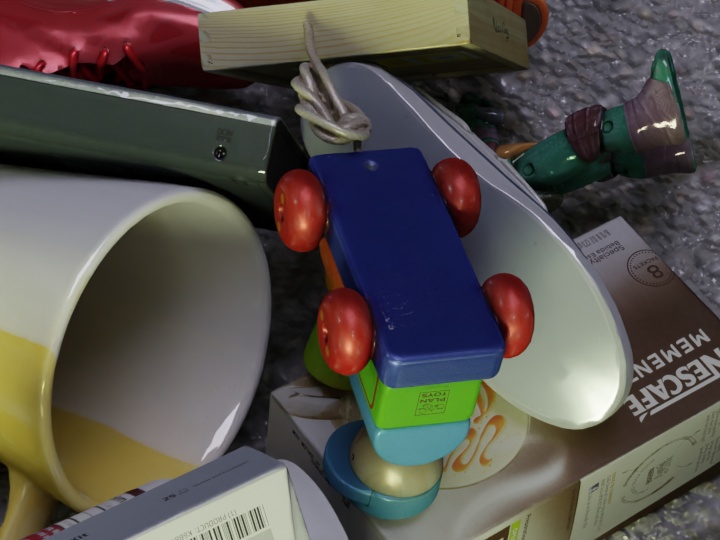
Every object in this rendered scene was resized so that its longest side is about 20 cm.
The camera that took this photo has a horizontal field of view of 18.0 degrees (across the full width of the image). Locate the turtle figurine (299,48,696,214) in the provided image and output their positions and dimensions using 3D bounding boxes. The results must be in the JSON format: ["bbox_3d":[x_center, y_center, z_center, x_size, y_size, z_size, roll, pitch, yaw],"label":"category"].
[{"bbox_3d":[0.063,-0.056,1.131,0.199,0.150,0.101,-12,95,9],"label":"turtle figurine"}]

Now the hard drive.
[{"bbox_3d":[-0.124,-0.059,1.035,0.199,0.140,0.033,11,82,9],"label":"hard drive"}]

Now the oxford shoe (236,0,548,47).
[{"bbox_3d":[0.002,-0.156,1.223,0.199,0.071,0.073,6,46,-1],"label":"oxford shoe"}]

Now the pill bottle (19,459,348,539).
[{"bbox_3d":[-0.103,0.155,0.932,0.199,0.113,0.113,-22,57,-22],"label":"pill bottle"}]

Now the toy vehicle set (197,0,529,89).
[{"bbox_3d":[0.007,-0.110,1.099,0.124,0.200,0.027,-4,91,11],"label":"toy vehicle set"}]

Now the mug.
[{"bbox_3d":[-0.155,0.029,1.007,0.153,0.150,0.187,18,45,32],"label":"mug"}]

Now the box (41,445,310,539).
[{"bbox_3d":[-0.073,0.189,0.866,0.156,0.201,0.041,-24,17,-23],"label":"box"}]

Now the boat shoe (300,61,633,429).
[{"bbox_3d":[0.057,-0.017,1.012,0.200,0.074,0.065,54,24,13],"label":"boat shoe"}]

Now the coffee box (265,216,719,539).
[{"bbox_3d":[0.070,0.073,1.036,0.200,0.080,0.114,-25,58,-23],"label":"coffee box"}]

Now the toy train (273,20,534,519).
[{"bbox_3d":[0.000,0.000,0.972,0.084,0.116,0.200,-5,45,-18],"label":"toy train"}]

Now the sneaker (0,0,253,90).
[{"bbox_3d":[-0.151,-0.093,1.166,0.199,0.078,0.116,9,58,17],"label":"sneaker"}]
